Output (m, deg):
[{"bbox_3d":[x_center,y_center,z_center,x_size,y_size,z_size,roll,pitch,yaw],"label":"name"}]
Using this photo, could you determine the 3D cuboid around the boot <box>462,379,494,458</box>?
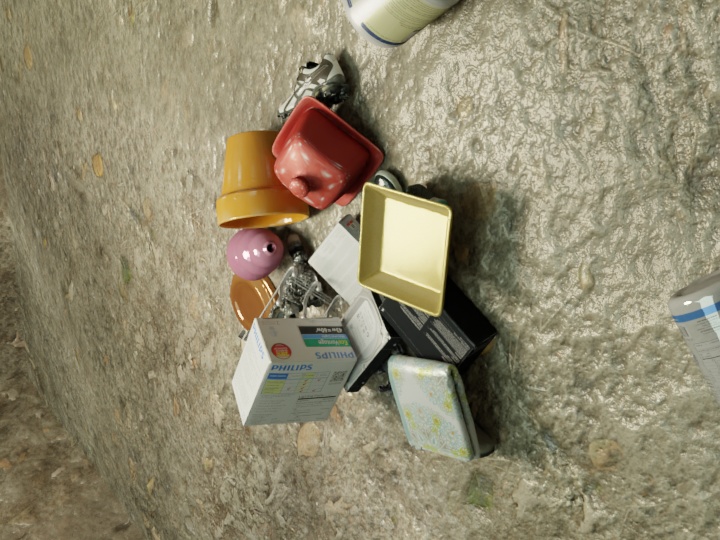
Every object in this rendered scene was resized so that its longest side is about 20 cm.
[{"bbox_3d":[0.183,0.266,1.540,0.199,0.067,0.132,33,131,37],"label":"boot"}]

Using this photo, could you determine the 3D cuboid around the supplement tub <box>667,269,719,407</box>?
[{"bbox_3d":[0.504,0.100,1.030,0.132,0.131,0.202,-32,84,51],"label":"supplement tub"}]

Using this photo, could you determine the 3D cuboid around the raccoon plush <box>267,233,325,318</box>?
[{"bbox_3d":[-0.168,0.034,1.775,0.097,0.133,0.201,89,158,-63],"label":"raccoon plush"}]

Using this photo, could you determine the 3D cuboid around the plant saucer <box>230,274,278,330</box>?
[{"bbox_3d":[-0.273,0.085,2.012,0.199,0.037,0.202,25,126,40],"label":"plant saucer"}]

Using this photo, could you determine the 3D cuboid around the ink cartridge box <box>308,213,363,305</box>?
[{"bbox_3d":[0.000,0.000,1.659,0.200,0.050,0.162,44,139,1],"label":"ink cartridge box"}]

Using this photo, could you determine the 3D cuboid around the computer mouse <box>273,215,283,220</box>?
[{"bbox_3d":[-0.241,-0.137,1.865,0.199,0.034,0.059,6,114,49],"label":"computer mouse"}]

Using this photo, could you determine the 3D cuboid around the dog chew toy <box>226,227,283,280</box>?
[{"bbox_3d":[-0.234,-0.042,1.811,0.200,0.123,0.126,-8,102,66],"label":"dog chew toy"}]

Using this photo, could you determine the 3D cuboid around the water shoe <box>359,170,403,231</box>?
[{"bbox_3d":[0.040,-0.089,1.522,0.071,0.078,0.202,19,122,43],"label":"water shoe"}]

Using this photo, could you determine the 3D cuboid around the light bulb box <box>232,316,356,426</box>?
[{"bbox_3d":[-0.140,0.207,1.629,0.201,0.196,0.125,-65,37,36],"label":"light bulb box"}]

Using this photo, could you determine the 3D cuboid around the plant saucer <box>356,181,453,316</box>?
[{"bbox_3d":[0.086,-0.044,1.406,0.199,0.048,0.202,21,116,38],"label":"plant saucer"}]

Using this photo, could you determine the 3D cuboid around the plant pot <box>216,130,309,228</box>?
[{"bbox_3d":[-0.217,-0.196,1.699,0.199,0.199,0.186,-11,85,51],"label":"plant pot"}]

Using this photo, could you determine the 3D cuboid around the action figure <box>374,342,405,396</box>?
[{"bbox_3d":[0.039,0.199,1.678,0.199,0.069,0.132,0,103,46],"label":"action figure"}]

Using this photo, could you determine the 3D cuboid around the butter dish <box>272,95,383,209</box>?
[{"bbox_3d":[-0.090,-0.198,1.534,0.199,0.148,0.199,38,139,-6],"label":"butter dish"}]

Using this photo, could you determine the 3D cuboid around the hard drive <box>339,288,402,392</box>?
[{"bbox_3d":[0.003,0.140,1.626,0.201,0.037,0.141,-54,45,40],"label":"hard drive"}]

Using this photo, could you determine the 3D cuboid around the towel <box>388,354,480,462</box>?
[{"bbox_3d":[0.139,0.258,1.491,0.170,0.048,0.202,0,112,50],"label":"towel"}]

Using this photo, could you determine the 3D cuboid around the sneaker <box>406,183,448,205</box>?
[{"bbox_3d":[0.090,-0.079,1.481,0.091,0.077,0.201,50,130,25],"label":"sneaker"}]

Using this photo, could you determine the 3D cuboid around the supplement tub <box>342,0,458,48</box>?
[{"bbox_3d":[0.079,-0.457,1.240,0.199,0.144,0.146,-23,91,52],"label":"supplement tub"}]

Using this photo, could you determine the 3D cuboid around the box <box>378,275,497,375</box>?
[{"bbox_3d":[0.142,0.095,1.494,0.200,0.078,0.142,50,135,19],"label":"box"}]

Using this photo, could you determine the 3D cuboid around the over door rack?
[{"bbox_3d":[-0.143,0.109,1.687,0.201,0.147,0.067,-52,29,10],"label":"over door rack"}]

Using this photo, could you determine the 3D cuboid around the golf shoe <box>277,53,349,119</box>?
[{"bbox_3d":[-0.098,-0.361,1.566,0.199,0.077,0.096,-15,86,45],"label":"golf shoe"}]
